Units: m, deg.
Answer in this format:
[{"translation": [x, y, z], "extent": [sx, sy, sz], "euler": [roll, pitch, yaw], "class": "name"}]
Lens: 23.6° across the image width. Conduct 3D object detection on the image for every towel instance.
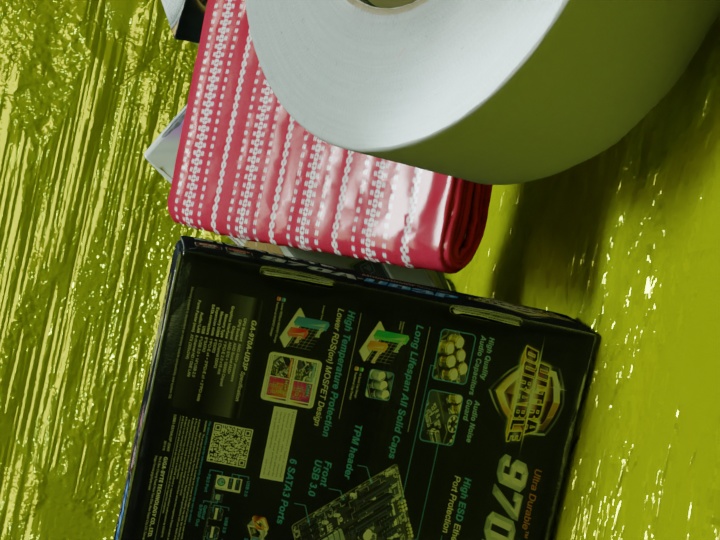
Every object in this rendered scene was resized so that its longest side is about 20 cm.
[{"translation": [-0.009, -0.079, 0.724], "extent": [0.200, 0.022, 0.145], "euler": [11, 88, 50], "class": "towel"}]

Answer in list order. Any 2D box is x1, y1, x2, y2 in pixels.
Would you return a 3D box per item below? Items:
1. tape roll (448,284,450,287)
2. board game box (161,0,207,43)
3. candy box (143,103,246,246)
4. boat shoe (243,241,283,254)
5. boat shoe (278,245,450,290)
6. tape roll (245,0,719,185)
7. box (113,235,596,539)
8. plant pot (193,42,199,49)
[{"translation": [0.009, 0.098, 0.944], "extent": [0.203, 0.037, 0.204], "euler": [-169, 90, -81], "class": "tape roll"}, {"translation": [-0.074, -0.246, 0.968], "extent": [0.136, 0.034, 0.201], "euler": [-113, 38, -52], "class": "board game box"}, {"translation": [-0.060, -0.045, 1.139], "extent": [0.072, 0.168, 0.200], "euler": [-48, 8, -2], "class": "candy box"}, {"translation": [-0.004, -0.026, 0.981], "extent": [0.200, 0.069, 0.074], "euler": [-47, 45, 40], "class": "boat shoe"}, {"translation": [0.001, 0.000, 0.797], "extent": [0.072, 0.070, 0.201], "euler": [96, 151, -74], "class": "boat shoe"}, {"translation": [0.043, -0.134, 0.607], "extent": [0.200, 0.066, 0.201], "euler": [-15, 70, 47], "class": "tape roll"}, {"translation": [-0.012, 0.100, 0.646], "extent": [0.046, 0.158, 0.201], "euler": [-139, 61, -80], "class": "box"}, {"translation": [-0.015, -0.158, 1.065], "extent": [0.200, 0.186, 0.188], "euler": [-116, 36, -54], "class": "plant pot"}]
